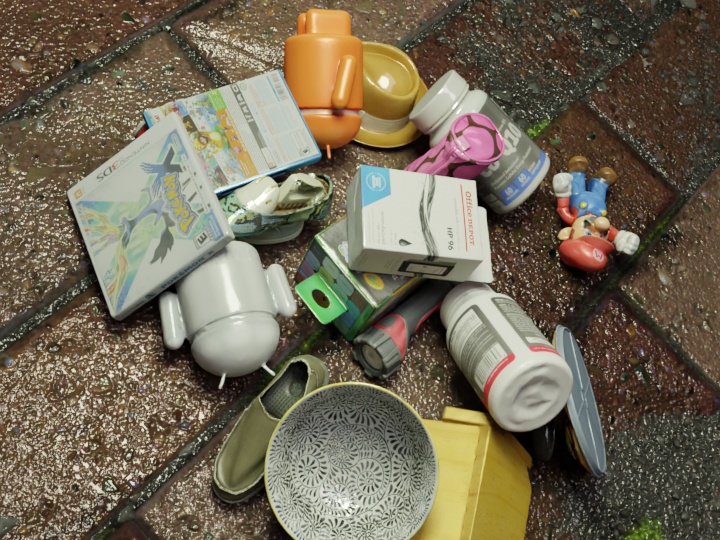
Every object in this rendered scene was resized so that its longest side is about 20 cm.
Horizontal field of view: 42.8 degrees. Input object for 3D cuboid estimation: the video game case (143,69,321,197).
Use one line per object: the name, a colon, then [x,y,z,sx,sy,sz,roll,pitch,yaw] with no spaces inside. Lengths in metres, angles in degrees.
video game case: [-0.168,-0.177,1.214,0.197,0.018,0.145,-22,74,-19]

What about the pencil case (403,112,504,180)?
pencil case: [0.106,-0.137,1.274,0.093,0.200,0.092,-8,70,-38]

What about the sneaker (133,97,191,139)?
sneaker: [-0.210,-0.185,1.265,0.197,0.077,0.086,-9,73,-22]

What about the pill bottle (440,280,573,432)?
pill bottle: [0.174,0.099,1.160,0.109,0.112,0.201,-3,32,-20]

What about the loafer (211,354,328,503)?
loafer: [-0.114,0.180,1.089,0.074,0.070,0.202,28,76,17]

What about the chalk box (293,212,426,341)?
chalk box: [0.000,0.000,1.215,0.199,0.124,0.125,-36,80,-29]

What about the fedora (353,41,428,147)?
fedora: [0.026,-0.284,1.387,0.197,0.082,0.204,8,61,-15]

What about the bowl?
bowl: [-0.009,0.222,1.068,0.197,0.094,0.205,0,94,1]

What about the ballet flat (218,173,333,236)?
ballet flat: [-0.109,-0.094,1.179,0.199,0.074,0.075,-17,69,-49]

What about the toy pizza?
toy pizza: [0.281,0.173,1.212,0.031,0.200,0.204,-16,64,19]

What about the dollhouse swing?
dollhouse swing: [0.093,0.294,1.150,0.182,0.173,0.203,47,47,-42]

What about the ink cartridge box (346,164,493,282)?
ink cartridge box: [0.086,-0.056,1.159,0.196,0.068,0.118,6,64,-17]

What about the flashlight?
flashlight: [0.076,0.067,1.244,0.199,0.068,0.068,-36,85,-35]

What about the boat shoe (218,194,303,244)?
boat shoe: [-0.169,-0.091,1.234,0.199,0.065,0.076,17,60,-10]

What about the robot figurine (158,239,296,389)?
robot figurine: [-0.166,0.045,1.139,0.167,0.113,0.203,-16,69,-8]

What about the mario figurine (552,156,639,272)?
mario figurine: [0.355,-0.089,1.386,0.121,0.107,0.202,-3,51,18]

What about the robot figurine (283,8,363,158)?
robot figurine: [-0.052,-0.260,1.294,0.116,0.142,0.204,-12,104,-59]

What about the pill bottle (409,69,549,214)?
pill bottle: [0.172,-0.189,1.347,0.199,0.113,0.114,41,58,-13]

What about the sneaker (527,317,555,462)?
sneaker: [0.205,0.163,1.238,0.087,0.075,0.203,-4,60,-10]

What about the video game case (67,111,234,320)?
video game case: [-0.265,-0.070,1.139,0.181,0.022,0.202,-34,64,11]
